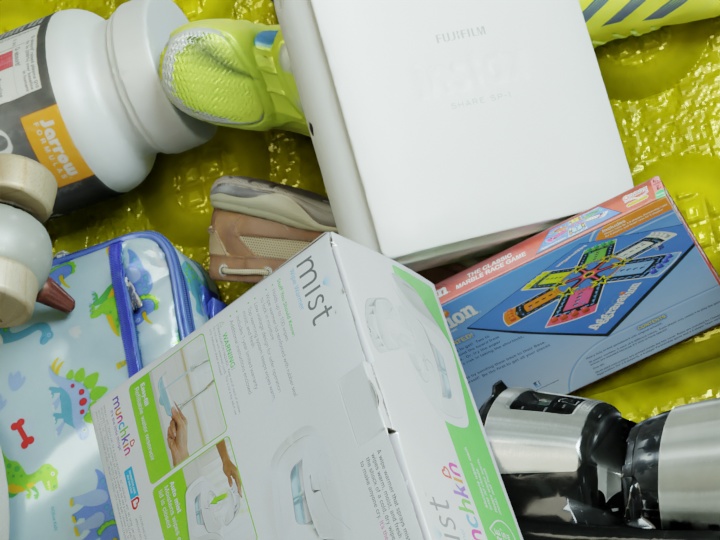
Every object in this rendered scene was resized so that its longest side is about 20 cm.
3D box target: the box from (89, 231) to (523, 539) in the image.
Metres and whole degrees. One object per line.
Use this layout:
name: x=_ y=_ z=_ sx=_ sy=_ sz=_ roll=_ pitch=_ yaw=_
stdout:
box: x=-0.027 y=0.115 z=1.100 sx=0.176 sy=0.097 sz=0.201 roll=-36 pitch=53 yaw=23

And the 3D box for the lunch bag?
lunch bag: x=-0.147 y=0.085 z=1.299 sx=0.160 sy=0.082 sz=0.201 roll=-17 pitch=68 yaw=15

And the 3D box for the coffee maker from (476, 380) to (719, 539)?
coffee maker: x=0.158 y=0.151 z=1.111 sx=0.199 sy=0.135 sz=0.193 roll=-4 pitch=73 yaw=23

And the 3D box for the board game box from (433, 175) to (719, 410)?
board game box: x=0.092 y=0.030 z=1.199 sx=0.199 sy=0.103 sz=0.020 roll=-26 pitch=41 yaw=14

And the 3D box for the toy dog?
toy dog: x=-0.242 y=0.001 z=1.274 sx=0.199 sy=0.096 sz=0.132 roll=12 pitch=62 yaw=37

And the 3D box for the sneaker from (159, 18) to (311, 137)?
sneaker: x=-0.017 y=-0.111 z=1.307 sx=0.199 sy=0.105 sz=0.076 roll=15 pitch=102 yaw=-6

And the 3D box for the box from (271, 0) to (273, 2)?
box: x=0.030 y=-0.234 z=1.306 sx=0.201 sy=0.038 sz=0.136 roll=-61 pitch=24 yaw=-4

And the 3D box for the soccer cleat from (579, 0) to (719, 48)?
soccer cleat: x=0.126 y=-0.151 z=1.274 sx=0.199 sy=0.065 sz=0.084 roll=5 pitch=99 yaw=23

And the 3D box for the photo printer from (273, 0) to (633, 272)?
photo printer: x=0.046 y=-0.107 z=1.193 sx=0.165 sy=0.069 sz=0.201 roll=-12 pitch=81 yaw=-20

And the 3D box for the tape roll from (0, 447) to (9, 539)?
tape roll: x=-0.274 y=0.151 z=1.310 sx=0.202 sy=0.037 sz=0.204 roll=-6 pitch=82 yaw=48

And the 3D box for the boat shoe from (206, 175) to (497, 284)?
boat shoe: x=0.000 y=0.000 z=1.271 sx=0.199 sy=0.076 sz=0.072 roll=16 pitch=94 yaw=27

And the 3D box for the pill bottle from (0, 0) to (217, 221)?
pill bottle: x=-0.195 y=-0.090 z=1.356 sx=0.199 sy=0.116 sz=0.117 roll=-19 pitch=67 yaw=18
